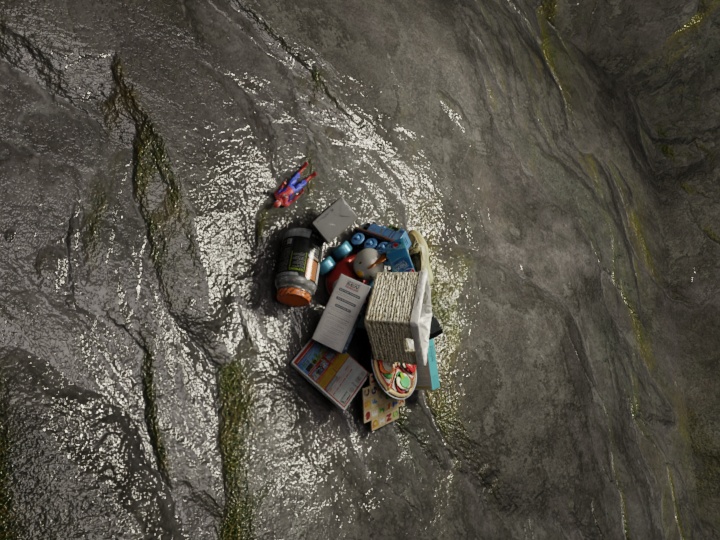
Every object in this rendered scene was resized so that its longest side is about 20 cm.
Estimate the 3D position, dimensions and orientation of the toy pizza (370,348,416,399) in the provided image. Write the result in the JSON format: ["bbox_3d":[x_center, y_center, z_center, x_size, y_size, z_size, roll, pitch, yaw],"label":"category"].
[{"bbox_3d":[0.108,0.283,1.635,0.198,0.031,0.204,25,52,-37],"label":"toy pizza"}]

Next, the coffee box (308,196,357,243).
[{"bbox_3d":[-0.083,-0.145,1.612,0.113,0.200,0.080,-41,98,-3],"label":"coffee box"}]

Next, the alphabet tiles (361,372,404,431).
[{"bbox_3d":[0.071,0.376,1.623,0.198,0.006,0.170,-8,98,-49],"label":"alphabet tiles"}]

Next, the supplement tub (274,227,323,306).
[{"bbox_3d":[-0.176,-0.008,1.559,0.121,0.122,0.203,22,61,-28],"label":"supplement tub"}]

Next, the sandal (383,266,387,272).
[{"bbox_3d":[0.065,-0.053,1.796,0.049,0.083,0.206,-5,62,7],"label":"sandal"}]

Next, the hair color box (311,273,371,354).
[{"bbox_3d":[-0.050,0.124,1.547,0.099,0.061,0.203,23,83,12],"label":"hair color box"}]

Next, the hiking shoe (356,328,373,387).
[{"bbox_3d":[0.050,0.261,1.657,0.099,0.075,0.204,7,69,-31],"label":"hiking shoe"}]

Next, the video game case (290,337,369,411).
[{"bbox_3d":[-0.084,0.281,1.555,0.199,0.017,0.143,41,53,1],"label":"video game case"}]

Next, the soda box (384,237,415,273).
[{"bbox_3d":[0.132,0.008,1.641,0.068,0.063,0.202,-97,166,-58],"label":"soda box"}]

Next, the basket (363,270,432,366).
[{"bbox_3d":[0.113,0.136,1.551,0.200,0.158,0.202,76,20,-44],"label":"basket"}]

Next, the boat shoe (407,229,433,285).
[{"bbox_3d":[0.194,-0.039,1.879,0.062,0.073,0.205,-10,86,-42],"label":"boat shoe"}]

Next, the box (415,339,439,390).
[{"bbox_3d":[0.193,0.273,1.726,0.049,0.081,0.204,-8,90,-52],"label":"box"}]

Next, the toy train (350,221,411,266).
[{"bbox_3d":[0.060,-0.091,1.724,0.115,0.198,0.087,-52,140,-20],"label":"toy train"}]

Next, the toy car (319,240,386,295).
[{"bbox_3d":[0.000,0.000,1.636,0.185,0.199,0.177,53,52,-7],"label":"toy car"}]

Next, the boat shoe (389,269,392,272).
[{"bbox_3d":[0.151,0.078,1.803,0.070,0.070,0.204,-11,82,-45],"label":"boat shoe"}]

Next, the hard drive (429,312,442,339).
[{"bbox_3d":[0.147,0.141,1.694,0.138,0.033,0.201,-23,52,-9],"label":"hard drive"}]

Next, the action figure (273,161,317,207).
[{"bbox_3d":[-0.195,-0.264,1.659,0.065,0.099,0.201,44,55,-12],"label":"action figure"}]

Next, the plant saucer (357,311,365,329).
[{"bbox_3d":[0.032,0.157,1.658,0.198,0.019,0.070,20,32,-47],"label":"plant saucer"}]
